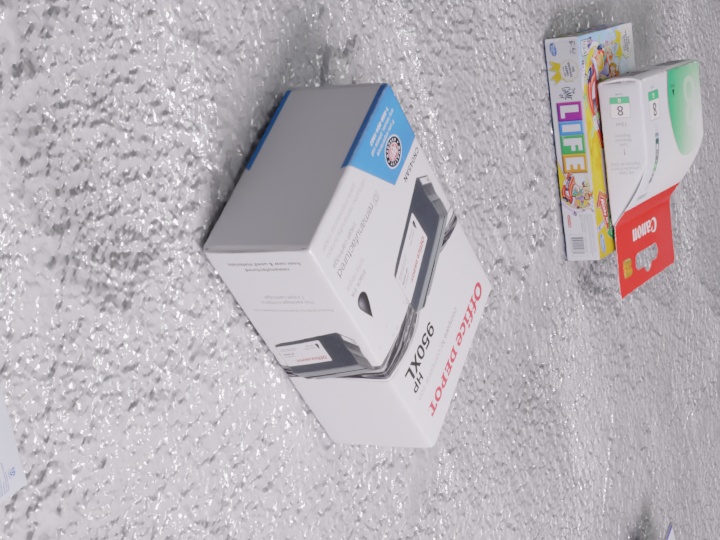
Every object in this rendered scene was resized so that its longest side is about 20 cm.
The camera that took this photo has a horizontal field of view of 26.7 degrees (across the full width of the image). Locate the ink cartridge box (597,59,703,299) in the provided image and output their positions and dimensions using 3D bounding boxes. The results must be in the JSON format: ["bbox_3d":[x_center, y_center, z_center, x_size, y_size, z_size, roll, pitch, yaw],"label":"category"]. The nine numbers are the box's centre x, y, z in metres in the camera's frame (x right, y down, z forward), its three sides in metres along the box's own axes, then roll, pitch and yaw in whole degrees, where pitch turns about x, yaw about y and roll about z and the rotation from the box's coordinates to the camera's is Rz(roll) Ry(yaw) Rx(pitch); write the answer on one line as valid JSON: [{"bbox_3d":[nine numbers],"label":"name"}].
[{"bbox_3d":[0.281,-0.090,1.426,0.161,0.050,0.202,-24,108,-57],"label":"ink cartridge box"}]

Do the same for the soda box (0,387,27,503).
[{"bbox_3d":[-0.211,0.018,0.654,0.064,0.068,0.202,-38,124,-53],"label":"soda box"}]

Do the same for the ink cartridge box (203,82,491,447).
[{"bbox_3d":[0.000,0.000,0.991,0.201,0.084,0.145,59,43,-40],"label":"ink cartridge box"}]

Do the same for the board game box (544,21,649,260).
[{"bbox_3d":[0.222,-0.122,1.406,0.134,0.034,0.202,-26,111,-57],"label":"board game box"}]

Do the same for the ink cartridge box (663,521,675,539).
[{"bbox_3d":[0.283,0.386,1.492,0.198,0.047,0.201,-56,133,-41],"label":"ink cartridge box"}]
